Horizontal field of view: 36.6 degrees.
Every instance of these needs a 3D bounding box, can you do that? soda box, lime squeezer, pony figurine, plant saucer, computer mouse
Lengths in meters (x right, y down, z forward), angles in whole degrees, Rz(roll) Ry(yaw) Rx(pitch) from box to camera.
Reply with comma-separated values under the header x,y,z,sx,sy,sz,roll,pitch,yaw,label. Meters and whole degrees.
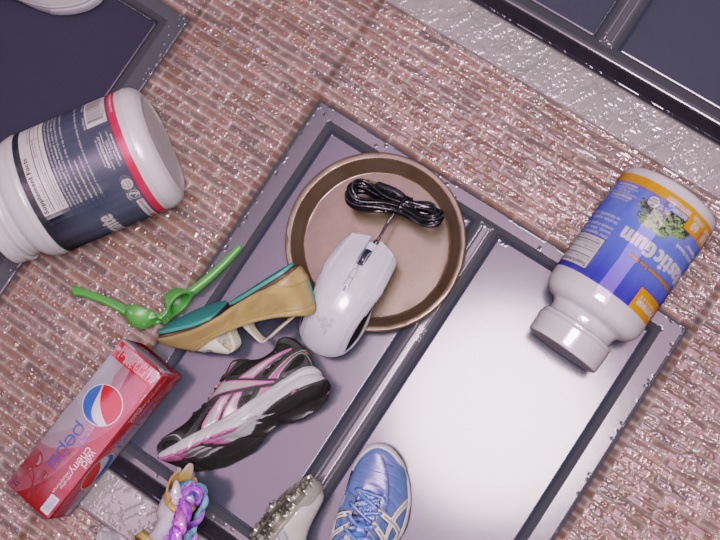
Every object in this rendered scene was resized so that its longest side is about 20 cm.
x,y,z,sx,sy,sz,roll,pitch,yaw,label
-0.287,0.172,1.181,0.063,0.070,0.200,38,87,11,soda box
-0.223,0.028,1.220,0.200,0.038,0.071,-15,49,5,lime squeezer
-0.216,0.311,1.095,0.166,0.193,0.200,30,101,-22,pony figurine
0.017,-0.031,1.200,0.200,0.029,0.200,-1,82,5,plant saucer
0.000,0.000,1.161,0.110,0.044,0.200,26,85,9,computer mouse

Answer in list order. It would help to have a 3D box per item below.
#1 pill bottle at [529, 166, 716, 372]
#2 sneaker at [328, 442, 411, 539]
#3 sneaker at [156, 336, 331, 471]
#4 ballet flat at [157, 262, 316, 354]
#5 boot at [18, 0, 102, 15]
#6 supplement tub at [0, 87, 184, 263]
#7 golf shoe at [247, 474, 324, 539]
x,y,z,sx,sy,sz,roll,pitch,yaw,label
0.266,0.003,1.126,0.112,0.112,0.200,35,86,10,pill bottle
0.006,0.279,1.130,0.076,0.077,0.200,10,81,9,sneaker
-0.130,0.143,1.178,0.200,0.080,0.086,-28,56,3,sneaker
-0.133,0.057,1.164,0.200,0.069,0.063,-25,100,29,ballet flat
-0.401,-0.354,1.260,0.200,0.096,0.074,11,83,8,boot
-0.307,-0.102,1.189,0.200,0.140,0.140,-22,80,3,supplement tub
-0.081,0.313,1.147,0.097,0.078,0.200,33,92,-7,golf shoe
